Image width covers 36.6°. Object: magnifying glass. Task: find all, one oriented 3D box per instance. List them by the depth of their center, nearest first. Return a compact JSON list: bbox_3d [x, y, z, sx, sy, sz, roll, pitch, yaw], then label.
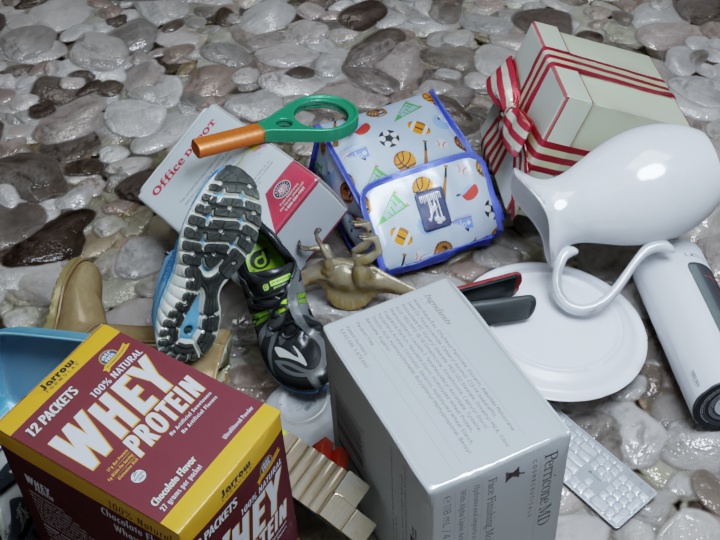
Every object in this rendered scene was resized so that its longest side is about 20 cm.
[{"bbox_3d":[-0.093,-0.158,1.219,0.199,0.022,0.080,-16,43,-26],"label":"magnifying glass"}]

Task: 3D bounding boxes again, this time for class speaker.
[{"bbox_3d":[0.345,0.061,1.116,0.081,0.081,0.201,-6,43,-3],"label":"speaker"}]

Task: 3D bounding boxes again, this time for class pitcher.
[{"bbox_3d":[0.276,-0.055,1.133,0.199,0.121,0.172,-17,82,0],"label":"pitcher"}]

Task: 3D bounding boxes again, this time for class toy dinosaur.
[{"bbox_3d":[0.000,0.000,1.188,0.199,0.102,0.058,6,25,8],"label":"toy dinosaur"}]

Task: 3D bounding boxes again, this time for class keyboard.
[{"bbox_3d":[0.194,0.170,1.061,0.056,0.011,0.200,-29,49,-25],"label":"keyboard"}]

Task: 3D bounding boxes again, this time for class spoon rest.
[{"bbox_3d":[-0.015,0.118,1.105,0.200,0.061,0.099,-38,51,-14],"label":"spoon rest"}]

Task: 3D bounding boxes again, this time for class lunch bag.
[{"bbox_3d":[0.053,-0.096,1.273,0.169,0.124,0.201,-19,62,-16],"label":"lunch bag"}]

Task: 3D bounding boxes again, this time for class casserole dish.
[{"bbox_3d":[-0.292,0.111,1.082,0.199,0.122,0.039,6,26,10],"label":"casserole dish"}]

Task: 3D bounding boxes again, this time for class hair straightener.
[{"bbox_3d":[0.087,0.051,1.074,0.199,0.041,0.077,-9,46,-22],"label":"hair straightener"}]

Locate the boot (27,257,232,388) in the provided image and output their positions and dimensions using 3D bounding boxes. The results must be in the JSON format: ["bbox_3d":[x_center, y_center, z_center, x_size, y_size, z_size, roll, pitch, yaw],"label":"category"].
[{"bbox_3d":[-0.232,0.068,1.159,0.199,0.066,0.176,3,56,8],"label":"boot"}]

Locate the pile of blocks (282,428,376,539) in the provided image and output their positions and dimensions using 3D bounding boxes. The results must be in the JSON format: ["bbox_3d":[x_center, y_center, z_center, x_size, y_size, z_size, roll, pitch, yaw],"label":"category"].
[{"bbox_3d":[-0.049,0.180,0.997,0.200,0.082,0.062,28,73,36],"label":"pile of blocks"}]

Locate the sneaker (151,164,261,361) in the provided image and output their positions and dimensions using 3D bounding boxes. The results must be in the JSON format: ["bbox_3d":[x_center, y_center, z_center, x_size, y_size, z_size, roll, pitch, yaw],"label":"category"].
[{"bbox_3d":[-0.167,-0.015,1.081,0.078,0.201,0.090,17,13,-35],"label":"sneaker"}]

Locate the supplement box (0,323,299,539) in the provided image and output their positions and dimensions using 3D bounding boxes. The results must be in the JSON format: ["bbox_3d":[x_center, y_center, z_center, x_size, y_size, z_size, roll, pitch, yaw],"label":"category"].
[{"bbox_3d":[-0.173,0.188,0.926,0.197,0.201,0.133,22,49,25],"label":"supplement box"}]

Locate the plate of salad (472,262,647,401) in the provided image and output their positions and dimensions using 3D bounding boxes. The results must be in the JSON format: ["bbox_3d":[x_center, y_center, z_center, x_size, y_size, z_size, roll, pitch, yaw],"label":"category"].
[{"bbox_3d":[0.198,0.066,1.137,0.199,0.048,0.201,3,43,-3],"label":"plate of salad"}]

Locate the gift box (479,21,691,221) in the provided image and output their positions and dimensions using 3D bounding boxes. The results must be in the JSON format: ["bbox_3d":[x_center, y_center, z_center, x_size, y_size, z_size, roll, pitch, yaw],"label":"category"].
[{"bbox_3d":[0.240,-0.150,1.263,0.186,0.201,0.185,12,34,-17],"label":"gift box"}]

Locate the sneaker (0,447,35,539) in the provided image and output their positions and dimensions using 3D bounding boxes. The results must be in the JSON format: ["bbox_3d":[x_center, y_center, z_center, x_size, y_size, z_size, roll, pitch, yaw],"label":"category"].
[{"bbox_3d":[-0.297,0.196,0.996,0.198,0.080,0.130,-16,33,-12],"label":"sneaker"}]

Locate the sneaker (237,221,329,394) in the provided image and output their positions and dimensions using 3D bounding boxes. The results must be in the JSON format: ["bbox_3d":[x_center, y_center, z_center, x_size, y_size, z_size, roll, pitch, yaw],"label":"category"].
[{"bbox_3d":[-0.083,0.035,1.089,0.070,0.083,0.200,-24,67,-3],"label":"sneaker"}]

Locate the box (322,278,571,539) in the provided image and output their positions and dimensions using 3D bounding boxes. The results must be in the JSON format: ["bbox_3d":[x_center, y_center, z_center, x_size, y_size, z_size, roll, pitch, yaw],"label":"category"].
[{"bbox_3d":[0.069,0.155,0.947,0.130,0.200,0.200,-21,46,-17],"label":"box"}]

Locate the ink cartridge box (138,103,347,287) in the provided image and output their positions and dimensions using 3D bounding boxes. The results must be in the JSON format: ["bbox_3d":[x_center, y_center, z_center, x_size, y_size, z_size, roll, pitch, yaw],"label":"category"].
[{"bbox_3d":[-0.137,-0.079,1.247,0.200,0.083,0.146,38,88,35],"label":"ink cartridge box"}]
